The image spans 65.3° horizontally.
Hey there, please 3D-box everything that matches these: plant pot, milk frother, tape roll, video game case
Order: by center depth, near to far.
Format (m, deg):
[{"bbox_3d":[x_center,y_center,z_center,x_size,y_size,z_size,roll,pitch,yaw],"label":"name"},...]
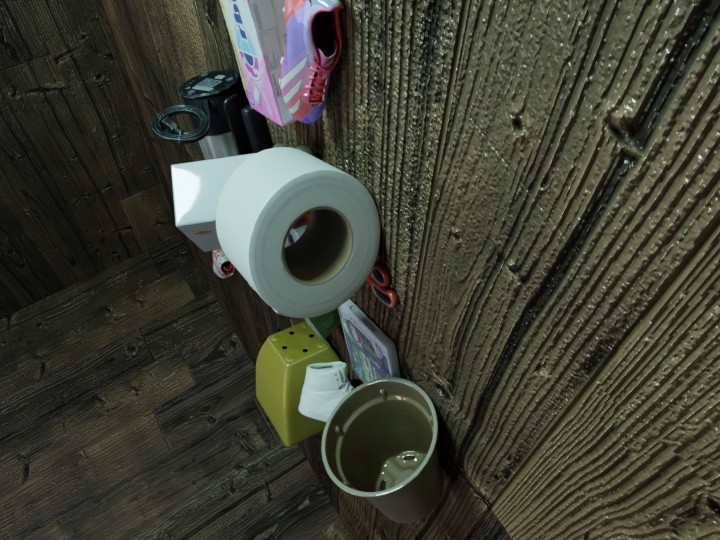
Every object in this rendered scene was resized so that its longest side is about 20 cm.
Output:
[{"bbox_3d":[-0.087,-0.056,0.785,0.138,0.199,0.207,34,146,51],"label":"tape roll"},{"bbox_3d":[0.057,0.319,0.944,0.200,0.199,0.186,40,162,47],"label":"plant pot"},{"bbox_3d":[0.021,0.165,1.050,0.181,0.023,0.204,41,151,48],"label":"video game case"},{"bbox_3d":[-0.280,-0.239,1.051,0.180,0.197,0.192,36,149,43],"label":"milk frother"},{"bbox_3d":[-0.139,0.245,1.330,0.195,0.190,0.205,42,143,45],"label":"plant pot"}]

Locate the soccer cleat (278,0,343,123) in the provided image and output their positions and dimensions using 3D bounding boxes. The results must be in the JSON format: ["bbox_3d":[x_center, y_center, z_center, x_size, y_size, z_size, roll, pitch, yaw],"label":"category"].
[{"bbox_3d":[-0.056,-0.247,0.670,0.077,0.066,0.202,48,153,24],"label":"soccer cleat"}]

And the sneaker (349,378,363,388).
[{"bbox_3d":[0.001,0.321,1.236,0.078,0.065,0.205,31,143,62],"label":"sneaker"}]

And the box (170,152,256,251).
[{"bbox_3d":[-0.240,-0.117,1.021,0.200,0.147,0.110,105,156,-79],"label":"box"}]

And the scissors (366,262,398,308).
[{"bbox_3d":[0.000,0.000,0.906,0.199,0.014,0.075,31,145,54],"label":"scissors"}]

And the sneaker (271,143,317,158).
[{"bbox_3d":[-0.127,-0.173,0.935,0.092,0.066,0.200,68,157,11],"label":"sneaker"}]

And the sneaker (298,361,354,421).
[{"bbox_3d":[-0.025,0.249,1.132,0.074,0.194,0.119,-57,-22,-75],"label":"sneaker"}]

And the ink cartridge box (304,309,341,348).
[{"bbox_3d":[-0.095,0.071,1.125,0.104,0.059,0.201,44,169,26],"label":"ink cartridge box"}]

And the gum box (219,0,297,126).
[{"bbox_3d":[-0.127,-0.306,0.766,0.113,0.065,0.204,39,149,48],"label":"gum box"}]

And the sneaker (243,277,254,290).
[{"bbox_3d":[-0.333,-0.020,1.651,0.204,0.077,0.077,61,170,9],"label":"sneaker"}]

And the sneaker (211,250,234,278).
[{"bbox_3d":[-0.525,-0.005,2.165,0.109,0.066,0.204,54,156,30],"label":"sneaker"}]

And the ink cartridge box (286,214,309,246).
[{"bbox_3d":[-0.147,-0.103,1.113,0.199,0.043,0.177,31,144,57],"label":"ink cartridge box"}]
